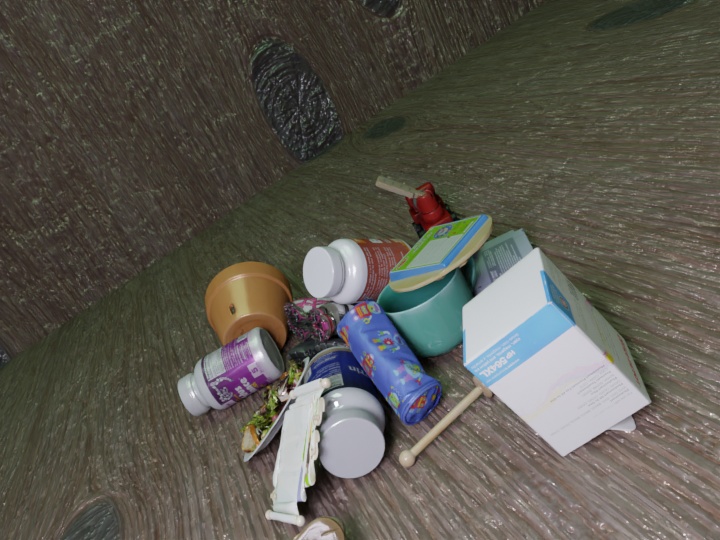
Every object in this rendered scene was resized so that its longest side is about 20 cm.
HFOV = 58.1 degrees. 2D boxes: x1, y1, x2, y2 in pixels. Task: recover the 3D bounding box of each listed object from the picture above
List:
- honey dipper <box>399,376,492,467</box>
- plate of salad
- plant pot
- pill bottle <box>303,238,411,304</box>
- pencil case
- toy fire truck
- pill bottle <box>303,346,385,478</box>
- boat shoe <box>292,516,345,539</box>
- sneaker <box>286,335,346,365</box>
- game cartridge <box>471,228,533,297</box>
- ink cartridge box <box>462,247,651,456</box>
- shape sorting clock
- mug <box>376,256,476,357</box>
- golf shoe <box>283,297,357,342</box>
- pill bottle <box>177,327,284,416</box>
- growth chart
[{"bbox_3d":[0.128,0.197,0.896,0.199,0.038,0.038,-39,22,-12],"label":"honey dipper"},{"bbox_3d":[-0.149,0.228,1.098,0.202,0.048,0.200,-56,5,8],"label":"plate of salad"},{"bbox_3d":[-0.236,0.104,1.411,0.198,0.201,0.141,-29,38,5],"label":"plant pot"},{"bbox_3d":[0.000,0.000,1.145,0.198,0.115,0.111,-2,-3,-43],"label":"pill bottle"},{"bbox_3d":[0.044,0.133,0.973,0.086,0.079,0.201,-13,47,-32],"label":"pencil case"},{"bbox_3d":[0.126,-0.147,1.425,0.127,0.202,0.177,-28,21,5],"label":"toy fire truck"},{"bbox_3d":[-0.025,0.208,0.969,0.114,0.117,0.200,-29,22,3],"label":"pill bottle"},{"bbox_3d":[-0.091,0.377,0.771,0.200,0.071,0.065,-42,-13,-6],"label":"boat shoe"},{"bbox_3d":[-0.058,0.143,1.213,0.198,0.076,0.079,-9,27,44],"label":"sneaker"},{"bbox_3d":[0.254,-0.003,1.166,0.131,0.041,0.201,-23,22,13],"label":"game cartridge"},{"bbox_3d":[0.231,0.104,0.763,0.125,0.200,0.129,-40,15,25],"label":"ink cartridge box"},{"bbox_3d":[0.131,-0.027,1.058,0.198,0.040,0.201,-30,18,11],"label":"shape sorting clock"},{"bbox_3d":[0.131,0.062,1.079,0.183,0.116,0.152,-29,21,4],"label":"mug"},{"bbox_3d":[-0.075,0.087,1.205,0.091,0.074,0.199,-21,13,-29],"label":"golf shoe"},{"bbox_3d":[-0.260,0.207,1.297,0.198,0.113,0.113,-30,21,5],"label":"pill bottle"},{"bbox_3d":[-0.087,0.251,0.902,0.144,0.017,0.204,-18,59,61],"label":"growth chart"}]
